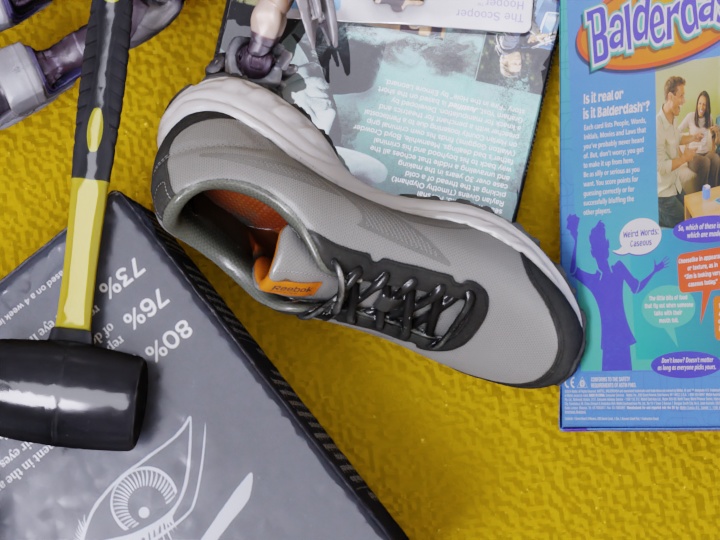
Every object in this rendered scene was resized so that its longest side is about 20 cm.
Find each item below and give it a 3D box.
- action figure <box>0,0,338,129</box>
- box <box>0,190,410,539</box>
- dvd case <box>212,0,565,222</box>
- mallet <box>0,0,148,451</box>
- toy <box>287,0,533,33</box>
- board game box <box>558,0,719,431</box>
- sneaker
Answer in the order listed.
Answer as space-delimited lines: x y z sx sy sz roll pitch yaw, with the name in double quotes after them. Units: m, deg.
-0.089 -0.125 1.213 0.200 0.069 0.130 -22 81 11 "action figure"
-0.091 0.089 1.200 0.148 0.104 0.200 -37 86 1 "box"
0.012 -0.100 1.246 0.146 0.022 0.201 12 87 4 "dvd case"
-0.117 -0.029 1.141 0.066 0.041 0.201 -1 83 1 "mallet"
0.021 -0.206 1.218 0.115 0.047 0.201 4 86 6 "toy"
0.144 -0.034 1.174 0.045 0.152 0.201 2 87 -36 "board game box"
0.000 0.000 1.185 0.200 0.079 0.074 28 127 -8 "sneaker"
